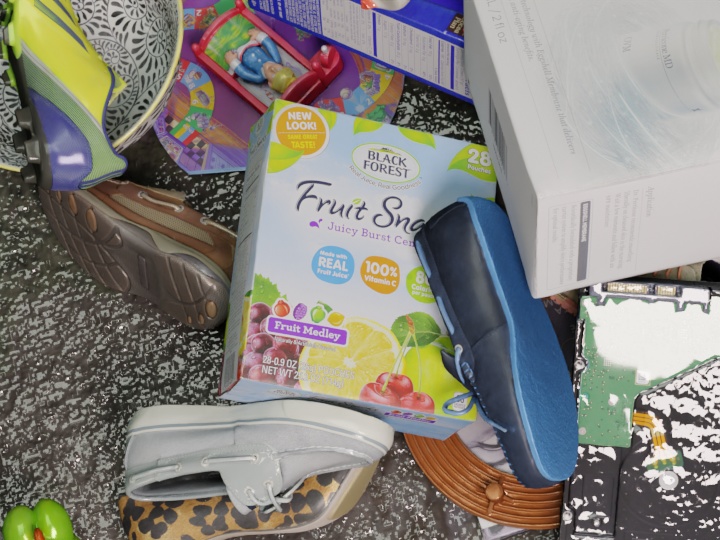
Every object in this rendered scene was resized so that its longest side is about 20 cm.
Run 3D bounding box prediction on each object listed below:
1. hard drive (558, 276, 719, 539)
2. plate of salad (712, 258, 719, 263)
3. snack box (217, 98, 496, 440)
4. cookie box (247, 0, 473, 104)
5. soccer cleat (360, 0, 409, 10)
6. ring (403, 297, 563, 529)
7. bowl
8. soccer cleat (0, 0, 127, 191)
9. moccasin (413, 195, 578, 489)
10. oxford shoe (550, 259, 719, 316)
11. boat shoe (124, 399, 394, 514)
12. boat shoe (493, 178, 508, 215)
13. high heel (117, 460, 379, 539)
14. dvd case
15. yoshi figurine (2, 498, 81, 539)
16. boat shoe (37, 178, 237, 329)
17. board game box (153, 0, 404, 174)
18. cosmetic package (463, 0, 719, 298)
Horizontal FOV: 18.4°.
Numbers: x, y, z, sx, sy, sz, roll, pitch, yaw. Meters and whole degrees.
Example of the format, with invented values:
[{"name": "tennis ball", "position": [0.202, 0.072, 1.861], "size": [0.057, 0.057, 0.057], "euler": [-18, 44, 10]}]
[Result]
[{"name": "hard drive", "position": [0.206, 0.105, 1.472], "size": [0.139, 0.038, 0.200], "euler": [3, 101, 4]}, {"name": "plate of salad", "position": [0.269, -0.091, 1.535], "size": [0.200, 0.048, 0.200], "euler": [9, 61, -16]}, {"name": "snack box", "position": [0.000, 0.000, 1.509], "size": [0.168, 0.068, 0.200], "euler": [11, 70, -17]}, {"name": "cookie box", "position": [0.041, -0.238, 1.633], "size": [0.200, 0.075, 0.171], "euler": [24, 64, 16]}, {"name": "soccer cleat", "position": [-0.019, -0.262, 1.570], "size": [0.078, 0.069, 0.200], "euler": [-35, 61, -17]}, {"name": "ring", "position": [0.123, 0.080, 1.540], "size": [0.200, 0.019, 0.201], "euler": [-3, 70, 10]}, {"name": "bowl", "position": [-0.211, -0.153, 1.651], "size": [0.200, 0.094, 0.201], "euler": [-5, 72, 14]}, {"name": "soccer cleat", "position": [-0.211, -0.146, 1.576], "size": [0.084, 0.065, 0.200], "euler": [-5, 65, -17]}, {"name": "moccasin", "position": [0.088, 0.052, 1.455], "size": [0.068, 0.080, 0.200], "euler": [-26, 65, 30]}, {"name": "oxford shoe", "position": [0.202, 0.004, 1.512], "size": [0.200, 0.074, 0.071], "euler": [22, 52, -3]}, {"name": "boat shoe", "position": [-0.071, 0.130, 1.487], "size": [0.200, 0.070, 0.072], "euler": [-3, 66, 28]}, {"name": "boat shoe", "position": [0.179, -0.081, 1.563], "size": [0.200, 0.073, 0.075], "euler": [-31, 68, -11]}, {"name": "high heel", "position": [-0.073, 0.135, 1.544], "size": [0.142, 0.071, 0.200], "euler": [33, 87, 14]}, {"name": "dvd case", "position": [0.130, 0.076, 1.559], "size": [0.148, 0.016, 0.200], "euler": [-18, 70, 4]}, {"name": "yoshi figurine", "position": [-0.201, 0.257, 1.531], "size": [0.112, 0.112, 0.200], "euler": [-20, 81, 46]}, {"name": "boat shoe", "position": [-0.153, -0.025, 1.622], "size": [0.200, 0.076, 0.072], "euler": [32, 49, 27]}, {"name": "board game box", "position": [-0.068, -0.156, 1.658], "size": [0.200, 0.039, 0.158], "euler": [-4, 71, 9]}, {"name": "cosmetic package", "position": [0.185, -0.112, 1.445], "size": [0.200, 0.123, 0.200], "euler": [-12, 57, -5]}]
